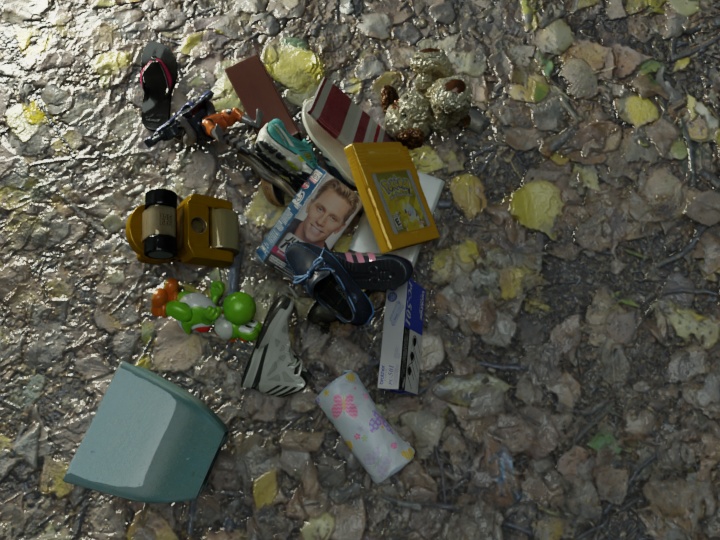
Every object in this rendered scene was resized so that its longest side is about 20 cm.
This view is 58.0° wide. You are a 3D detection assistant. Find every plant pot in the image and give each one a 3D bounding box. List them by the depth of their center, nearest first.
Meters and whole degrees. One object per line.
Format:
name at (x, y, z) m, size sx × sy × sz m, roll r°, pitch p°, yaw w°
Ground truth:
plant pot at (-0.336, 0.288, 1.092) m, size 0.200 × 0.196 × 0.197 m, roll 24°, pitch 76°, yaw -3°

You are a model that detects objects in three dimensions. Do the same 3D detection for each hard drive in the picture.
hard drive at (0.072, -0.107, 1.281) m, size 0.132 × 0.026 × 0.200 m, roll 20°, pitch 77°, yaw 4°

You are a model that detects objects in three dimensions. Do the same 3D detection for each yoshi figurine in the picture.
yoshi figurine at (-0.272, 0.063, 1.190) m, size 0.199 × 0.112 × 0.113 m, roll 18°, pitch 69°, yaw 1°

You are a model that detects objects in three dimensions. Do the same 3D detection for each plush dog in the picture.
plush dog at (0.127, -0.320, 1.295) m, size 0.171 × 0.161 × 0.200 m, roll -25°, pitch 49°, yaw 5°

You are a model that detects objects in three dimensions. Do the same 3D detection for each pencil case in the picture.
pencil case at (0.008, 0.276, 1.150) m, size 0.091 × 0.083 × 0.200 m, roll -37°, pitch 79°, yaw -8°

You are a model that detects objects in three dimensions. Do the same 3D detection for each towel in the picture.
towel at (-0.013, -0.268, 1.241) m, size 0.200 × 0.023 × 0.144 m, roll 39°, pitch 37°, yaw -21°

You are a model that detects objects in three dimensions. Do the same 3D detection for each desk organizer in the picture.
desk organizer at (-0.195, -0.328, 1.311) m, size 0.077 × 0.072 × 0.200 m, roll -27°, pitch 77°, yaw -5°

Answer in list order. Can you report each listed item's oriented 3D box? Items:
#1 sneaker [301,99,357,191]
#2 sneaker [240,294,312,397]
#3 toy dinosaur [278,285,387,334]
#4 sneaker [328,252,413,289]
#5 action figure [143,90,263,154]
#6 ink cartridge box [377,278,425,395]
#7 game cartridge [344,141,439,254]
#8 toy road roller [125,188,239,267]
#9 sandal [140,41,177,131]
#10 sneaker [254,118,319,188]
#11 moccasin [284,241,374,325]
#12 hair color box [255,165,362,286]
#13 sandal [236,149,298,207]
sneaker at (-0.054, -0.240, 1.279) m, size 0.075 × 0.085 × 0.200 m, roll -29°, pitch 84°, yaw -15°
sneaker at (-0.130, 0.142, 1.162) m, size 0.115 × 0.076 × 0.201 m, roll 21°, pitch 115°, yaw -8°
toy dinosaur at (-0.044, 0.070, 1.193) m, size 0.199 × 0.102 × 0.077 m, roll -4°, pitch 76°, yaw -1°
sneaker at (0.000, 0.000, 1.170) m, size 0.199 × 0.082 × 0.070 m, roll 7°, pitch 102°, yaw 24°
action figure at (-0.310, -0.264, 1.254) m, size 0.193 × 0.105 × 0.200 m, roll 11°, pitch 46°, yaw 38°
ink cartridge box at (0.077, 0.121, 1.183) m, size 0.044 × 0.094 × 0.201 m, roll -2°, pitch 73°, yaw 26°
game cartridge at (0.062, -0.139, 1.190) m, size 0.032 × 0.176 × 0.201 m, roll -20°, pitch 88°, yaw 38°
toy road roller at (-0.341, -0.068, 1.230) m, size 0.200 × 0.146 × 0.123 m, roll 8°, pitch 71°, yaw -38°
sandal at (-0.418, -0.385, 1.333) m, size 0.075 × 0.045 × 0.201 m, roll -3°, pitch 75°, yaw -2°
sneaker at (-0.107, -0.210, 1.244) m, size 0.200 × 0.077 × 0.080 m, roll 40°, pitch 62°, yaw -27°
moccasin at (-0.059, 0.016, 1.115) m, size 0.200 × 0.068 × 0.081 m, roll 37°, pitch 108°, yaw 21°
hair color box at (-0.093, -0.081, 1.203) m, size 0.100 × 0.061 × 0.200 m, roll 33°, pitch 95°, yaw -30°
sandal at (-0.171, -0.162, 1.266) m, size 0.200 × 0.082 × 0.055 m, roll 38°, pitch 96°, yaw 5°
